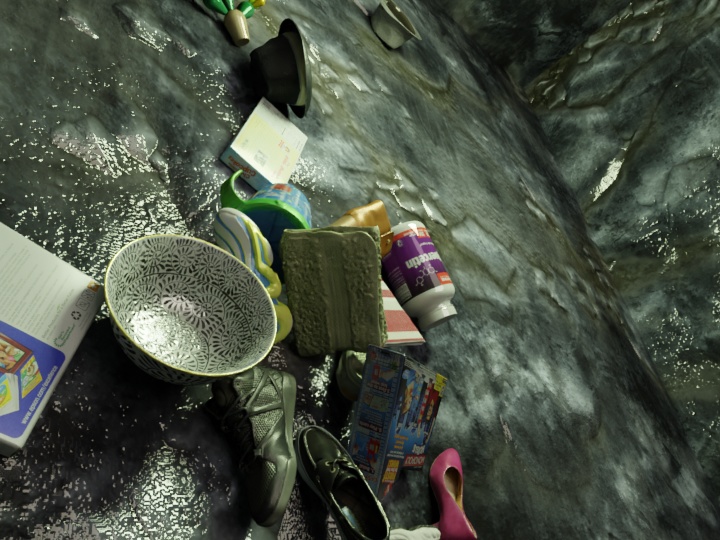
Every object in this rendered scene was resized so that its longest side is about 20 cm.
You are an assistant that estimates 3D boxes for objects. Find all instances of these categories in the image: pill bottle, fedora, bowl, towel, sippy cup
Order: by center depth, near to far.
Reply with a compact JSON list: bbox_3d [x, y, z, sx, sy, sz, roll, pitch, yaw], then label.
[{"bbox_3d":[-0.206,0.063,0.656,0.200,0.094,0.202,26,34,-19],"label":"bowl"},{"bbox_3d":[-0.038,0.033,0.808,0.037,0.147,0.202,-85,170,-67],"label":"towel"},{"bbox_3d":[-0.131,-0.067,0.863,0.131,0.138,0.179,-82,169,-60],"label":"sippy cup"},{"bbox_3d":[0.017,0.053,0.989,0.143,0.023,0.201,5,42,-50],"label":"towel"},{"bbox_3d":[-0.164,-0.388,1.099,0.091,0.201,0.202,-12,67,-20],"label":"fedora"},{"bbox_3d":[0.113,0.012,1.113,0.112,0.112,0.201,-3,64,-53],"label":"pill bottle"},{"bbox_3d":[0.101,-0.785,1.819,0.176,0.090,0.201,2,53,-53],"label":"fedora"}]

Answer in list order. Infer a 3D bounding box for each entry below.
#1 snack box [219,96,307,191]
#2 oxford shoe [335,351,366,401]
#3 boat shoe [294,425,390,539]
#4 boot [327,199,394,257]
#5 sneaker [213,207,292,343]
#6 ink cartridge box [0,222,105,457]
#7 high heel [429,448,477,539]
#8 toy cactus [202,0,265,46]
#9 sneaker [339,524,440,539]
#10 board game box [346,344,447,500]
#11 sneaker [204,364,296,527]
[{"bbox_3d":[-0.169,-0.223,1.023,0.116,0.037,0.201,40,36,-22],"label":"snack box"},{"bbox_3d":[-0.002,0.139,0.909,0.075,0.058,0.200,31,22,-8],"label":"oxford shoe"},{"bbox_3d":[-0.021,0.266,0.703,0.068,0.057,0.200,-13,45,-30],"label":"boat shoe"},{"bbox_3d":[-0.001,-0.001,0.895,0.144,0.070,0.203,-28,127,-44],"label":"boot"},{"bbox_3d":[-0.162,0.020,0.759,0.105,0.075,0.201,-40,109,-51],"label":"sneaker"},{"bbox_3d":[-0.368,0.042,0.529,0.199,0.047,0.199,36,39,-25],"label":"ink cartridge box"},{"bbox_3d":[0.153,0.349,0.883,0.067,0.096,0.200,50,33,-8],"label":"high heel"},{"bbox_3d":[-0.260,-0.545,1.153,0.200,0.102,0.166,-15,84,-65],"label":"toy cactus"},{"bbox_3d":[0.041,0.379,0.738,0.199,0.074,0.080,22,51,-41],"label":"sneaker"},{"bbox_3d":[0.046,0.231,0.826,0.200,0.061,0.202,38,67,-58],"label":"board game box"},{"bbox_3d":[-0.134,0.195,0.670,0.114,0.076,0.201,29,38,-32],"label":"sneaker"}]
